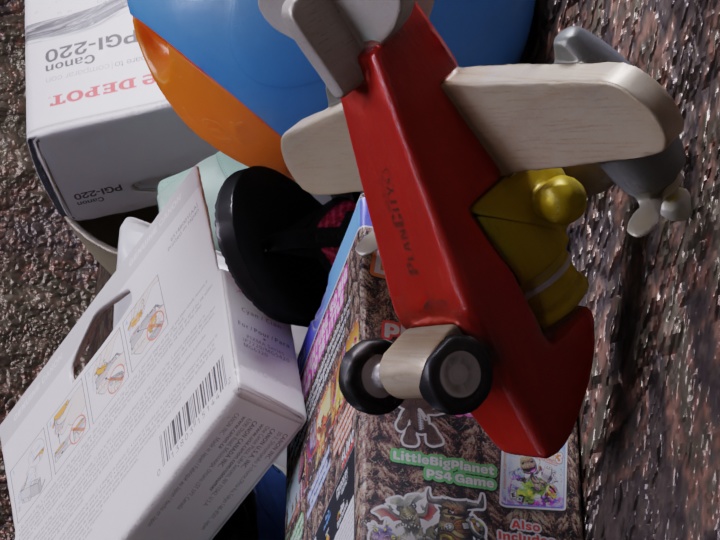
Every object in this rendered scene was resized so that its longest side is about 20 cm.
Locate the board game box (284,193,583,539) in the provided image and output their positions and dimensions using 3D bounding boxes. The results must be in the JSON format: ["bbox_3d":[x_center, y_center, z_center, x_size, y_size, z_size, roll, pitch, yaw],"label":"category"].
[{"bbox_3d":[0.028,0.097,1.202,0.160,0.096,0.201,112,162,-53],"label":"board game box"}]

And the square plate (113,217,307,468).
[{"bbox_3d":[-0.064,0.093,1.464,0.028,0.198,0.201,-28,-48,-51],"label":"square plate"}]

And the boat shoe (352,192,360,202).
[{"bbox_3d":[-0.013,-0.096,1.585,0.075,0.073,0.201,61,-163,-61],"label":"boat shoe"}]

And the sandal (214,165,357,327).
[{"bbox_3d":[0.000,0.000,1.308,0.045,0.200,0.075,-19,59,31],"label":"sandal"}]

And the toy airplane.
[{"bbox_3d":[0.045,-0.051,1.083,0.200,0.141,0.200,49,144,32],"label":"toy airplane"}]

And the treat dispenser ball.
[{"bbox_3d":[-0.014,-0.142,1.317,0.201,0.200,0.202,-172,90,-79],"label":"treat dispenser ball"}]

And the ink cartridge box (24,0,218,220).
[{"bbox_3d":[-0.127,-0.141,1.657,0.085,0.145,0.201,70,-170,-51],"label":"ink cartridge box"}]

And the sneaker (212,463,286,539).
[{"bbox_3d":[-0.069,0.183,1.359,0.076,0.111,0.201,-13,66,30],"label":"sneaker"}]

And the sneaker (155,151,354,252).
[{"bbox_3d":[-0.048,0.027,1.490,0.074,0.118,0.201,26,-134,-72],"label":"sneaker"}]

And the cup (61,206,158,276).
[{"bbox_3d":[-0.081,-0.039,1.711,0.143,0.199,0.201,73,-168,-49],"label":"cup"}]

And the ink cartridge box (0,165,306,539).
[{"bbox_3d":[-0.106,0.076,1.334,0.200,0.045,0.177,-51,30,26],"label":"ink cartridge box"}]
